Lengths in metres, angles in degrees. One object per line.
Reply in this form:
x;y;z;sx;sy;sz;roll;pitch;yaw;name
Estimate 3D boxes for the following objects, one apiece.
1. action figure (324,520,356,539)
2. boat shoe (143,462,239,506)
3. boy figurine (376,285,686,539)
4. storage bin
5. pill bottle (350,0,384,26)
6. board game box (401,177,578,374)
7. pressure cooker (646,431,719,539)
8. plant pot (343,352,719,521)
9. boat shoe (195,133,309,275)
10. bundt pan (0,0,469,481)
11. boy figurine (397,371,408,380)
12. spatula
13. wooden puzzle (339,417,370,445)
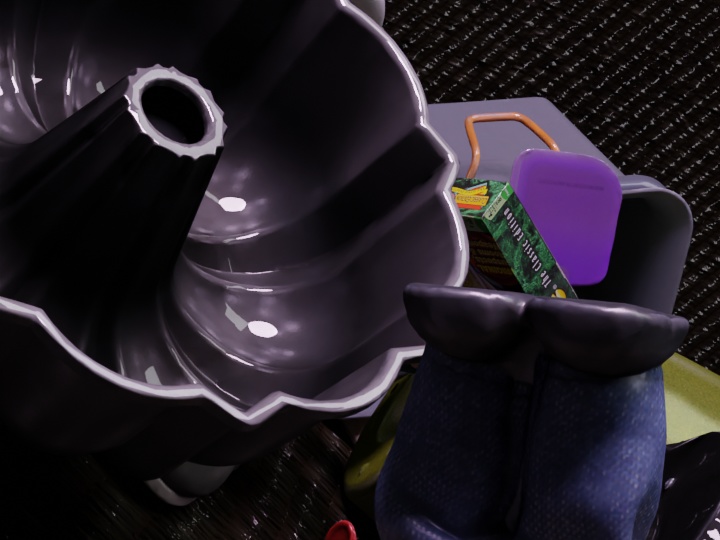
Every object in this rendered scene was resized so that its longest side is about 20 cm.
0.077;0.123;0.873;0.199;0.052;0.065;5;33;-40;action figure
-0.054;0.034;0.812;0.067;0.057;0.200;51;6;-2;boat shoe
0.029;0.104;0.571;0.124;0.201;0.064;10;1;18;boy figurine
0.047;-0.027;1.141;0.134;0.199;0.146;-122;-147;-49;storage bin
-0.082;-0.155;0.882;0.200;0.111;0.111;60;9;20;pill bottle
0.000;0.000;0.879;0.199;0.023;0.105;8;-36;44;board game box
0.124;0.178;0.735;0.200;0.176;0.179;47;10;-6;pressure cooker
0.102;0.108;1.024;0.193;0.201;0.200;38;8;-8;plant pot
-0.090;-0.050;0.789;0.200;0.070;0.070;36;-9;26;boat shoe
-0.070;-0.025;0.653;0.201;0.076;0.203;22;45;-24;bundt pan
-0.034;-0.046;0.975;0.200;0.064;0.124;51;8;-14;boy figurine
0.082;0.036;1.090;0.056;0.201;0.021;5;29;-13;spatula
0.040;0.024;1.210;0.200;0.185;0.046;53;-36;34;wooden puzzle
